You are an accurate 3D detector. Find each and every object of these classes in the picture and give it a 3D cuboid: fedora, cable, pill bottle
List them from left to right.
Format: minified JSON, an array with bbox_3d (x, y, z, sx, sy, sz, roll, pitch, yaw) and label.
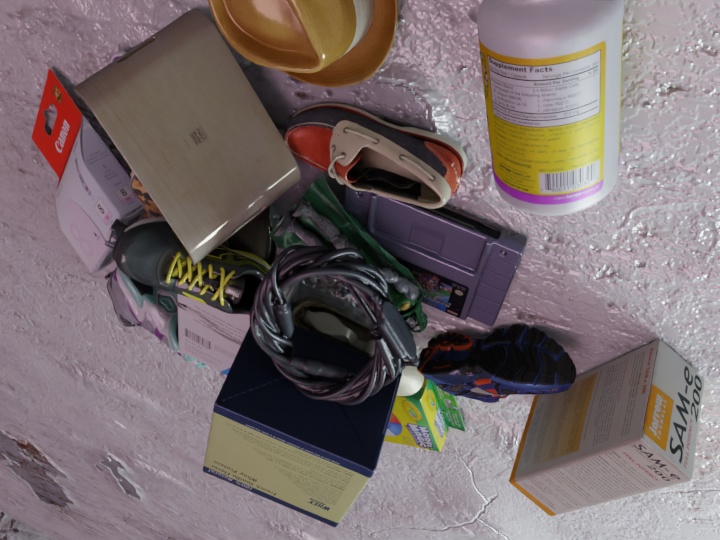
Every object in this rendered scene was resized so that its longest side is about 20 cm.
[{"bbox_3d":[-0.065,-0.228,0.599,0.196,0.083,0.204,18,140,16],"label":"fedora"},{"bbox_3d":[-0.037,0.056,0.749,0.160,0.051,0.202,-20,122,25],"label":"cable"},{"bbox_3d":[0.141,-0.150,0.529,0.102,0.105,0.203,8,135,26],"label":"pill bottle"}]

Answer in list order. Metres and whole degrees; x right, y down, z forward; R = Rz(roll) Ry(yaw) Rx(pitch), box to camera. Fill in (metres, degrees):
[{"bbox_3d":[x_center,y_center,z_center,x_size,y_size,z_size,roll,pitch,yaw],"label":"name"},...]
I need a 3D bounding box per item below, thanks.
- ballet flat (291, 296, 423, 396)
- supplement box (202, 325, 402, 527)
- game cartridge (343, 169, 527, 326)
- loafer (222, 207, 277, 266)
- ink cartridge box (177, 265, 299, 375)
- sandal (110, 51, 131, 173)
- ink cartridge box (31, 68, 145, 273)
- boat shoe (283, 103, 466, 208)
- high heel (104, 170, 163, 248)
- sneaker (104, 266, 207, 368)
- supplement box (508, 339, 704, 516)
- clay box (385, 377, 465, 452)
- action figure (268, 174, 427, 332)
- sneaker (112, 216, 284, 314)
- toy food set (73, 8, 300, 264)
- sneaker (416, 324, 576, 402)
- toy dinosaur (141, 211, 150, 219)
[{"bbox_3d":[-0.005,0.095,0.903,0.196,0.070,0.070,28,141,3],"label":"ballet flat"},{"bbox_3d":[-0.077,0.191,0.889,0.195,0.136,0.202,22,141,0],"label":"supplement box"},{"bbox_3d":[0.069,-0.019,0.770,0.195,0.039,0.132,23,136,12],"label":"game cartridge"},{"bbox_3d":[-0.136,-0.069,0.805,0.070,0.073,0.203,28,147,40],"label":"loafer"},{"bbox_3d":[-0.166,0.056,0.961,0.142,0.085,0.202,25,141,6],"label":"ink cartridge box"},{"bbox_3d":[-0.253,-0.153,0.827,0.081,0.050,0.205,21,142,13],"label":"sandal"},{"bbox_3d":[-0.360,-0.117,0.894,0.201,0.057,0.162,50,140,-3],"label":"ink cartridge box"},{"bbox_3d":[0.005,-0.109,0.695,0.195,0.063,0.072,17,141,19],"label":"boat shoe"},{"bbox_3d":[-0.188,-0.073,0.790,0.140,0.072,0.202,26,123,-14],"label":"high heel"},{"bbox_3d":[-0.311,0.071,1.089,0.138,0.078,0.202,-20,109,46],"label":"sneaker"},{"bbox_3d":[0.262,0.176,0.771,0.073,0.127,0.200,37,142,-8],"label":"supplement box"},{"bbox_3d":[0.041,0.190,0.993,0.195,0.048,0.117,4,134,32],"label":"clay box"},{"bbox_3d":[0.000,0.000,0.773,0.198,0.055,0.118,38,138,-13],"label":"action figure"},{"bbox_3d":[-0.161,-0.001,0.757,0.196,0.076,0.084,15,-171,-37],"label":"sneaker"},{"bbox_3d":[-0.164,-0.131,0.706,0.203,0.143,0.060,58,163,-18],"label":"toy food set"},{"bbox_3d":[0.162,0.115,0.829,0.197,0.076,0.079,-2,141,45],"label":"sneaker"},{"bbox_3d":[-0.308,-0.086,0.946,0.196,0.060,0.109,19,130,34],"label":"toy dinosaur"}]
